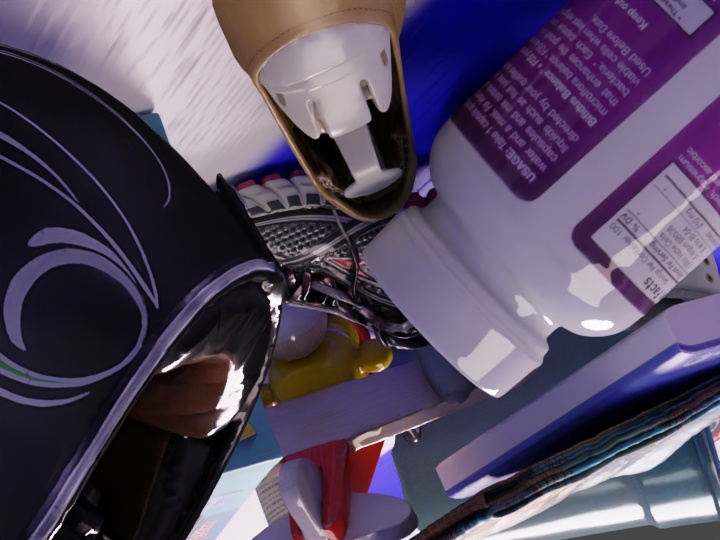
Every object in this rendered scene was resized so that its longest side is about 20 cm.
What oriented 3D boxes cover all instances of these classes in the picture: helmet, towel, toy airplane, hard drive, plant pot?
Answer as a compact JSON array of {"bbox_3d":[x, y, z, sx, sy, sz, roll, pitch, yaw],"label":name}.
[{"bbox_3d":[-0.143,0.022,0.518,0.200,0.191,0.200,-57,166,-22],"label":"helmet"},{"bbox_3d":[0.110,0.105,0.829,0.200,0.022,0.147,-20,165,-31],"label":"towel"},{"bbox_3d":[-0.027,0.076,0.894,0.200,0.141,0.199,-31,-161,-30],"label":"toy airplane"},{"bbox_3d":[0.145,0.062,0.857,0.132,0.025,0.200,-12,160,-37],"label":"hard drive"},{"bbox_3d":[0.126,0.097,1.081,0.196,0.200,0.200,-17,164,10],"label":"plant pot"}]

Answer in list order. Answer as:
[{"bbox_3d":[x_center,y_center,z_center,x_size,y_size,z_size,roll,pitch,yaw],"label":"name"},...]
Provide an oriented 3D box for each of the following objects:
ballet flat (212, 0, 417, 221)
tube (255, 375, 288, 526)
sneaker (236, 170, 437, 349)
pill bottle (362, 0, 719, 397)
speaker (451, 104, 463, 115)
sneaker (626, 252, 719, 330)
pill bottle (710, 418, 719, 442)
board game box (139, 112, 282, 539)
[{"bbox_3d":[-0.006,-0.070,0.614,0.069,0.063,0.200,-21,162,4],"label":"ballet flat"},{"bbox_3d":[-0.035,0.157,1.022,0.052,0.200,0.058,-24,162,15],"label":"tube"},{"bbox_3d":[0.000,0.000,0.783,0.200,0.075,0.081,1,156,-21],"label":"sneaker"},{"bbox_3d":[0.099,-0.046,0.648,0.200,0.112,0.112,-43,159,8],"label":"pill bottle"},{"bbox_3d":[0.145,-0.065,0.769,0.200,0.088,0.088,-16,162,-17],"label":"speaker"},{"bbox_3d":[0.176,-0.024,0.884,0.200,0.116,0.074,-14,159,-27],"label":"sneaker"},{"bbox_3d":[0.237,0.085,1.273,0.116,0.116,0.200,-32,160,30],"label":"pill bottle"},{"bbox_3d":[-0.103,0.048,0.704,0.047,0.151,0.200,-14,160,-23],"label":"board game box"}]
